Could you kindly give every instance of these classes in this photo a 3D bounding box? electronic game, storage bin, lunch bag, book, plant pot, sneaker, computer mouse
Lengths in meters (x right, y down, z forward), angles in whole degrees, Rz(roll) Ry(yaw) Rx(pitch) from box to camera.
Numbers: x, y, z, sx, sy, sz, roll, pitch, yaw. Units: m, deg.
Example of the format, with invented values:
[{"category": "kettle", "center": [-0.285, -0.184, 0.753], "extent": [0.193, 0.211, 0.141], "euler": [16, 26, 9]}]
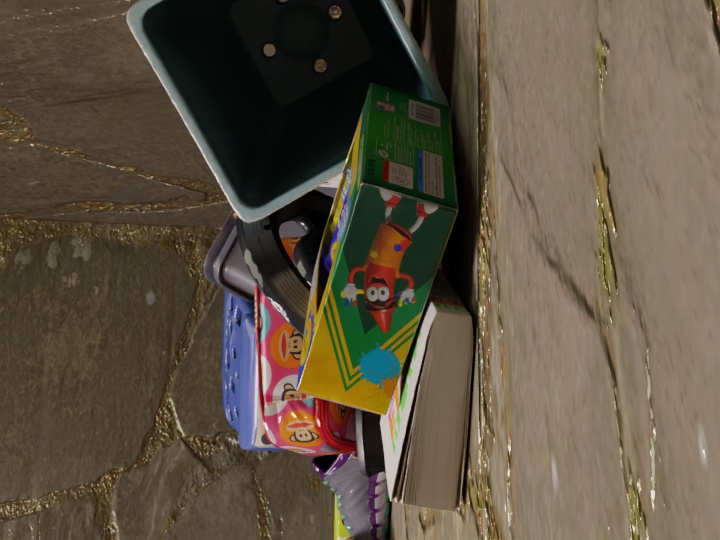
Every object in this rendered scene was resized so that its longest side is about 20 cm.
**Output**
[{"category": "electronic game", "center": [-0.026, 0.002, 1.152], "extent": [0.042, 0.199, 0.201], "euler": [-44, 27, 27]}, {"category": "storage bin", "center": [-0.064, -0.042, 1.494], "extent": [0.202, 0.133, 0.145], "euler": [-60, -29, -4]}, {"category": "lunch bag", "center": [-0.037, 0.077, 1.267], "extent": [0.176, 0.081, 0.203], "euler": [37, -131, -69]}, {"category": "book", "center": [0.048, 0.077, 0.964], "extent": [0.200, 0.047, 0.136], "euler": [-108, 26, -81]}, {"category": "plant pot", "center": [-0.056, -0.193, 1.128], "extent": [0.197, 0.194, 0.200], "euler": [60, -171, -15]}, {"category": "sneaker", "center": [-0.011, 0.229, 1.415], "extent": [0.075, 0.086, 0.203], "euler": [-95, 8, -64]}, {"category": "computer mouse", "center": [0.028, 0.119, 1.233], "extent": [0.200, 0.045, 0.143], "euler": [42, -134, -80]}, {"category": "plant pot", "center": [-0.067, 0.116, 1.627], "extent": [0.180, 0.197, 0.203], "euler": [-121, 33, -71]}]

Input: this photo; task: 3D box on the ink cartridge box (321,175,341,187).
[{"category": "ink cartridge box", "center": [-0.008, -0.138, 1.353], "extent": [0.200, 0.117, 0.043], "euler": [102, 172, -72]}]

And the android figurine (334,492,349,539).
[{"category": "android figurine", "center": [-0.015, 0.353, 1.760], "extent": [0.182, 0.040, 0.203], "euler": [-99, 12, -75]}]

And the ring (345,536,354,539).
[{"category": "ring", "center": [-0.001, 0.381, 1.375], "extent": [0.200, 0.019, 0.204], "euler": [171, 90, -81]}]

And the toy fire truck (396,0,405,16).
[{"category": "toy fire truck", "center": [0.019, -0.275, 1.304], "extent": [0.201, 0.111, 0.170], "euler": [-94, -17, -64]}]

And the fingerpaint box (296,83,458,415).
[{"category": "fingerpaint box", "center": [0.011, -0.022, 0.976], "extent": [0.201, 0.072, 0.169], "euler": [-85, 12, -63]}]
